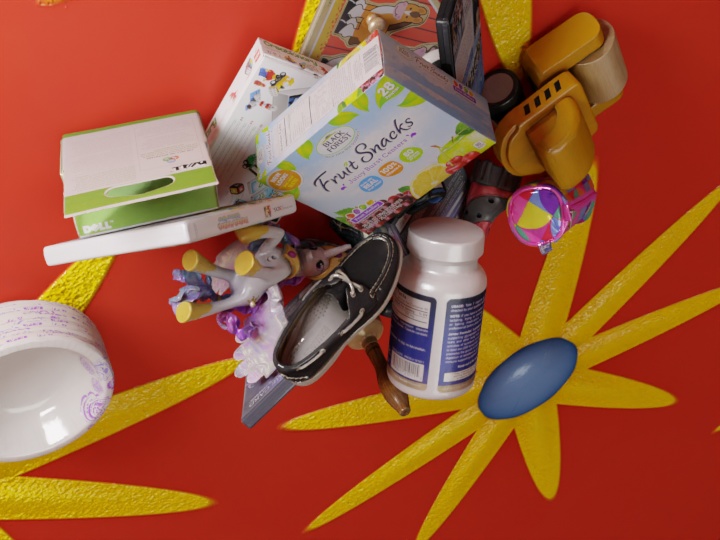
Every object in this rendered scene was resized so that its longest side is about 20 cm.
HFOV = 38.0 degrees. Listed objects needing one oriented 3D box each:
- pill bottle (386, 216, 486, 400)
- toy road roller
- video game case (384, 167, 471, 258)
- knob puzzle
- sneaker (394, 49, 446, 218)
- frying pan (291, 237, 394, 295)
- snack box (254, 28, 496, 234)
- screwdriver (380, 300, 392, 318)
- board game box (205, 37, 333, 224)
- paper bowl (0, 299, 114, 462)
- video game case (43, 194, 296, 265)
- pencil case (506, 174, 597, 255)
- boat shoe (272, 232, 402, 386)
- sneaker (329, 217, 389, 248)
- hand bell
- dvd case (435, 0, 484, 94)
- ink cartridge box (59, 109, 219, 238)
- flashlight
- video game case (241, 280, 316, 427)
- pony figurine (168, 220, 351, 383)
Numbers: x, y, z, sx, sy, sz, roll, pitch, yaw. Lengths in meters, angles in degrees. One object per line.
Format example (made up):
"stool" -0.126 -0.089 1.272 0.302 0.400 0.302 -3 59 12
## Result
"pill bottle" 0.095 0.045 1.283 0.114 0.116 0.204 -7 115 -27
"toy road roller" 0.249 -0.192 1.262 0.199 0.147 0.123 -36 141 5
"video game case" 0.102 -0.060 1.352 0.144 0.019 0.201 -56 146 -18
"knob puzzle" 0.026 -0.234 1.167 0.216 0.031 0.222 -18 139 -17
"sneaker" 0.075 -0.144 1.200 0.072 0.113 0.201 -14 148 -42
"frying pan" -0.001 -0.003 1.307 0.186 0.032 0.115 17 171 0
"snack box" 0.012 -0.136 1.092 0.167 0.069 0.199 24 135 -38
"screwdriver" 0.104 0.070 1.527 0.197 0.029 0.028 15 123 -35
"board game box" -0.101 -0.146 1.145 0.124 0.035 0.201 15 127 -32
"paper bowl" -0.390 0.116 1.200 0.197 0.105 0.203 -17 138 -16
"video game case" -0.194 -0.042 1.079 0.197 0.023 0.181 -8 -172 33
"pencil case" 0.253 -0.084 1.360 0.089 0.088 0.200 -53 171 25
"boat shoe" -0.027 0.037 1.163 0.201 0.074 0.060 -49 157 -4
"sneaker" 0.030 -0.052 1.335 0.087 0.077 0.200 -55 148 -4
"hand bell" 0.019 0.109 1.383 0.102 0.201 0.105 -17 139 -16
"dvd case" 0.111 -0.237 1.147 0.017 0.144 0.202 6 142 15
"ink cartridge box" -0.212 -0.078 1.018 0.145 0.201 0.077 -12 120 -9
"flashlight" 0.154 -0.039 1.356 0.068 0.067 0.204 -16 121 -84
"video game case" -0.091 0.094 1.301 0.019 0.201 0.143 41 105 -19
"pony figurine" -0.122 0.018 1.183 0.192 0.169 0.199 -36 160 27
